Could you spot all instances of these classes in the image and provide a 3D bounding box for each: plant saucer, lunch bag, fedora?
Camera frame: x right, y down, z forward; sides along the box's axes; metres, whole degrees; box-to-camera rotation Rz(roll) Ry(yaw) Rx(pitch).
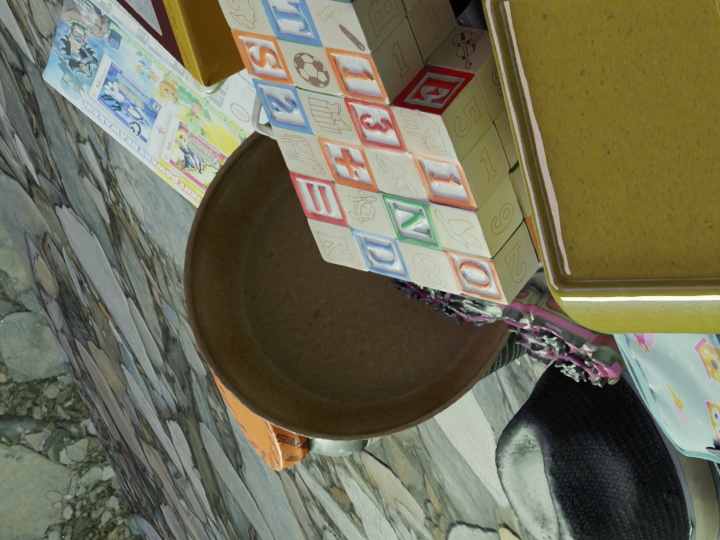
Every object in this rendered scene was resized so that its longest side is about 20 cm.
[{"bbox_3d":[0.126,-0.062,1.019,0.199,0.048,0.202,-1,106,53],"label":"plant saucer"},{"bbox_3d":[0.156,0.001,1.161,0.201,0.077,0.160,65,165,-8],"label":"lunch bag"},{"bbox_3d":[0.000,0.000,1.380,0.201,0.200,0.035,56,-177,20],"label":"plant saucer"},{"bbox_3d":[0.136,0.115,1.410,0.201,0.091,0.201,55,164,23],"label":"fedora"}]

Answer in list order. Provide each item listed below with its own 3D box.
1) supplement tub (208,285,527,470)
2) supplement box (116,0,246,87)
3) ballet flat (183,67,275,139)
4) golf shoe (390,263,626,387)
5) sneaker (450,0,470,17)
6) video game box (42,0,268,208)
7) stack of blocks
[{"bbox_3d":[0.012,0.030,1.468,0.123,0.199,0.123,55,164,24],"label":"supplement tub"},{"bbox_3d":[-0.053,-0.227,1.219,0.200,0.196,0.133,45,157,46],"label":"supplement box"},{"bbox_3d":[-0.052,-0.110,1.327,0.199,0.072,0.072,30,173,-16],"label":"ballet flat"},{"bbox_3d":[0.073,-0.015,1.305,0.199,0.092,0.073,25,166,28],"label":"golf shoe"},{"bbox_3d":[0.012,-0.178,1.396,0.082,0.071,0.200,24,-175,-44],"label":"sneaker"},{"bbox_3d":[-0.107,-0.130,1.598,0.200,0.047,0.183,40,141,10],"label":"video game box"},{"bbox_3d":[0.012,-0.086,1.122,0.115,0.059,0.201,14,140,38],"label":"stack of blocks"}]
